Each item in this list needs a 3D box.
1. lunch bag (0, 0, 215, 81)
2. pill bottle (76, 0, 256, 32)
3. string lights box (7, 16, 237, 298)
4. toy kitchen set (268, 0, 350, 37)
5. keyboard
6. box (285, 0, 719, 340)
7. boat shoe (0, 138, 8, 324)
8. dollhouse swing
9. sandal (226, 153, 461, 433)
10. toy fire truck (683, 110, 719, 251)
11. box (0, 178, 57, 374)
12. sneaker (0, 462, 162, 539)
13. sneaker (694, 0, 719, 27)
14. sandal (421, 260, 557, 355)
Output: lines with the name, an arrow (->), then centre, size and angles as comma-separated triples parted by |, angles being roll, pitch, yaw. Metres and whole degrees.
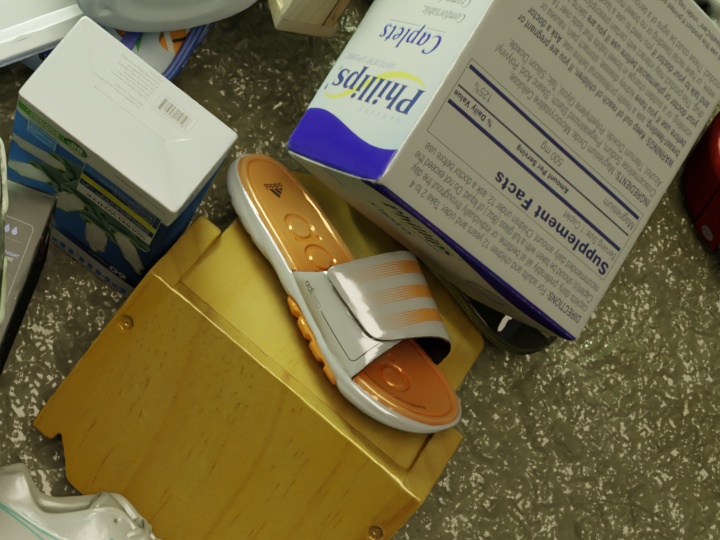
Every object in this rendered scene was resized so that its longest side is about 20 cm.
lunch bag -> -0.144, -0.205, 1.111 | 0.160, 0.076, 0.200 | 31, 73, -8
pill bottle -> -0.120, -0.248, 1.026 | 0.111, 0.111, 0.201 | -6, 77, -15
string lights box -> -0.140, -0.057, 1.008 | 0.103, 0.200, 0.059 | 38, 70, -2
toy kitchen set -> 0.035, -0.259, 1.061 | 0.180, 0.163, 0.201 | 5, 54, -29
keyboard -> -0.174, -0.162, 1.054 | 0.199, 0.011, 0.056 | -23, 83, -20
box -> 0.089, -0.096, 1.017 | 0.184, 0.105, 0.200 | 37, 82, -37
boat shoe -> -0.211, 0.014, 0.888 | 0.070, 0.064, 0.201 | 6, 76, -15
dollhouse swing -> -0.051, 0.071, 1.089 | 0.200, 0.176, 0.182 | 39, 112, -3
sandal -> -0.006, 0.001, 1.025 | 0.079, 0.059, 0.207 | -12, 61, -51
toy fire truck -> 0.284, -0.112, 1.180 | 0.176, 0.129, 0.200 | -27, 73, -18
box -> -0.258, 0.045, 0.982 | 0.124, 0.149, 0.201 | 20, 72, -8
sneaker -> -0.134, 0.173, 1.013 | 0.200, 0.070, 0.081 | 23, 86, -5
sneaker -> 0.165, -0.108, 1.142 | 0.075, 0.115, 0.200 | 37, 71, -5
sandal -> 0.057, -0.035, 1.130 | 0.080, 0.057, 0.201 | -30, 92, -8
